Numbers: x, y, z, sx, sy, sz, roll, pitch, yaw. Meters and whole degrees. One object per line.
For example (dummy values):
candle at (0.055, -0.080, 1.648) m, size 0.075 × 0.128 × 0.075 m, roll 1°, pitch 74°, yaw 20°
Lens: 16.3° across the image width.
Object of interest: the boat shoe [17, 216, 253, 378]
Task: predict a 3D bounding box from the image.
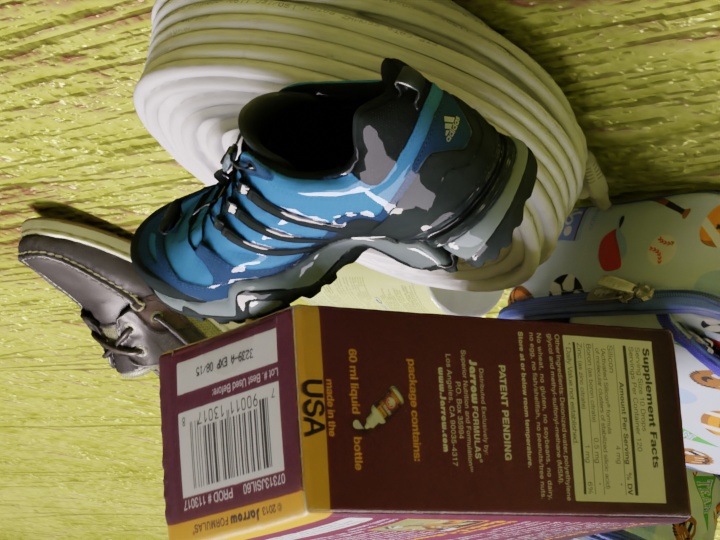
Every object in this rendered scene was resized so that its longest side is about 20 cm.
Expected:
boat shoe at (-0.125, 0.035, 1.504) m, size 0.201 × 0.066 × 0.072 m, roll 32°, pitch 159°, yaw -33°

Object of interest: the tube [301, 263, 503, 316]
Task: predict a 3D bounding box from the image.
tube at (0.000, 0.000, 1.308) m, size 0.200 × 0.052 × 0.058 m, roll -4°, pitch 109°, yaw 59°

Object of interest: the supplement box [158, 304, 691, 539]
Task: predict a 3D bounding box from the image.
supplement box at (0.028, 0.070, 1.060) m, size 0.199 × 0.086 × 0.110 m, roll 4°, pitch 166°, yaw -35°

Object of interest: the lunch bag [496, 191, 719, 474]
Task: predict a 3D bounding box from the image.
lunch bag at (0.169, 0.033, 1.173) m, size 0.160 × 0.076 × 0.200 m, roll -3°, pitch 152°, yaw 46°

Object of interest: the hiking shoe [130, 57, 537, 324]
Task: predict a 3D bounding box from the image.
hiking shoe at (-0.026, -0.038, 0.980) m, size 0.199 × 0.075 × 0.087 m, roll -15°, pitch 132°, yaw 40°

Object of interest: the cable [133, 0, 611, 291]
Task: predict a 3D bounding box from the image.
cable at (-0.001, -0.061, 1.081) m, size 0.199 × 0.069 × 0.200 m, roll 14°, pitch 161°, yaw 19°

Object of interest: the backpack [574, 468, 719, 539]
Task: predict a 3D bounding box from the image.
backpack at (0.116, 0.154, 1.479) m, size 0.190 × 0.155 × 0.200 m, roll 12°, pitch 161°, yaw -10°
